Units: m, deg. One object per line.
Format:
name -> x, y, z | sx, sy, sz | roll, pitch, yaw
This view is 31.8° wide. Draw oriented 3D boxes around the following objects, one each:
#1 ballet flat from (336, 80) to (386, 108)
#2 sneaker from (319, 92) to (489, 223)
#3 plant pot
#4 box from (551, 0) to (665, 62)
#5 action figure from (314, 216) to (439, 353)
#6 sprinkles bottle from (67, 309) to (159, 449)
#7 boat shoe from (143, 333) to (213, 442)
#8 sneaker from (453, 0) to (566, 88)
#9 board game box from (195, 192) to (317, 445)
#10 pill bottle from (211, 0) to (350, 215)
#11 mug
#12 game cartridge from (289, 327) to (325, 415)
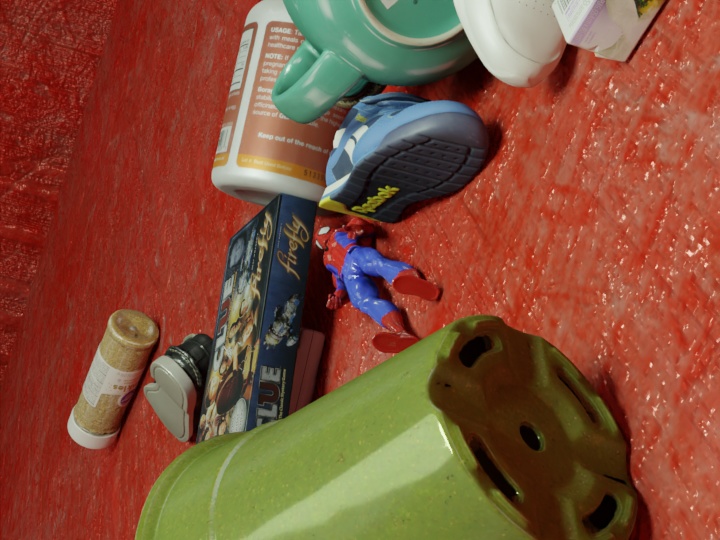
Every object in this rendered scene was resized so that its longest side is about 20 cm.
ballet flat -> 0.035, -0.208, 0.921 | 0.201, 0.068, 0.075 | -58, -11, 14
sneaker -> 0.025, -0.091, 0.867 | 0.200, 0.074, 0.083 | -20, 56, 65
plant pot -> 0.025, 0.122, 0.605 | 0.190, 0.199, 0.201 | -42, 37, 35
box -> 0.161, -0.195, 0.621 | 0.042, 0.038, 0.201 | -101, 32, -47
action figure -> 0.000, 0.000, 0.914 | 0.200, 0.051, 0.066 | -133, 55, -69
sprinkles bottle -> -0.322, 0.143, 1.641 | 0.068, 0.068, 0.201 | -101, 32, -50
boat shoe -> -0.177, 0.117, 1.284 | 0.060, 0.074, 0.200 | -40, -13, -23
sneaker -> 0.107, -0.206, 0.719 | 0.100, 0.074, 0.201 | 166, 116, -69
board game box -> -0.086, 0.053, 1.022 | 0.135, 0.034, 0.201 | 147, 133, -62
pill bottle -> -0.050, -0.155, 1.053 | 0.112, 0.111, 0.201 | 177, 106, -69
mug -> 0.025, -0.181, 0.816 | 0.114, 0.151, 0.186 | -124, 36, -68
game cartridge -> -0.086, 0.108, 1.084 | 0.200, 0.041, 0.134 | -174, 93, -70
